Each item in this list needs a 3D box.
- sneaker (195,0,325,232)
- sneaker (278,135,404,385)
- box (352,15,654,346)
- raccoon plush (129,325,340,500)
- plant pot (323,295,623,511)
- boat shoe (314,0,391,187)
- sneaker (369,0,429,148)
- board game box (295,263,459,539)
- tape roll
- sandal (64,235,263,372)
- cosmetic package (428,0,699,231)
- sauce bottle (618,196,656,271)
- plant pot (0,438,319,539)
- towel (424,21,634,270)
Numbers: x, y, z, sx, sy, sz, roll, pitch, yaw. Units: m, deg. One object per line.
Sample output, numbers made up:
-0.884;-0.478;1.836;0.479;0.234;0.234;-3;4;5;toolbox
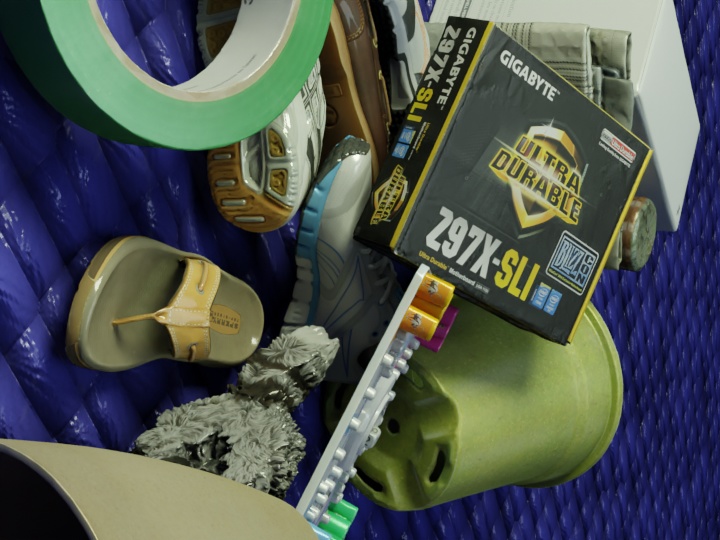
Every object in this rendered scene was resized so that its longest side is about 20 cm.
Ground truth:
-0.058;-0.128;0.822;0.088;0.075;0.201;-35;133;-72;sneaker
0.000;0.000;0.878;0.075;0.086;0.200;-58;162;-49;sneaker
0.103;-0.055;0.873;0.200;0.049;0.160;28;86;-42;box
-0.062;0.144;0.816;0.200;0.097;0.134;-34;133;-37;raccoon plush
0.076;0.101;1.022;0.184;0.200;0.201;-14;110;-49;plant pot
-0.008;-0.117;0.903;0.070;0.070;0.201;-39;130;-48;boat shoe
0.030;-0.139;0.972;0.080;0.073;0.201;-51;140;-48;sneaker
0.009;0.100;0.825;0.200;0.026;0.200;-63;173;-3;board game box
-0.099;-0.165;0.683;0.200;0.048;0.201;-11;106;-45;tape roll
-0.103;0.027;0.773;0.200;0.054;0.081;17;83;-63;sandal
0.174;-0.142;1.110;0.199;0.199;0.123;57;48;-52;cosmetic package
0.142;-0.043;1.072;0.065;0.199;0.065;-27;121;-58;sauce bottle
-0.108;0.169;0.626;0.200;0.187;0.188;4;93;-55;plant pot
0.112;-0.098;1.001;0.035;0.199;0.193;-38;131;-61;towel
